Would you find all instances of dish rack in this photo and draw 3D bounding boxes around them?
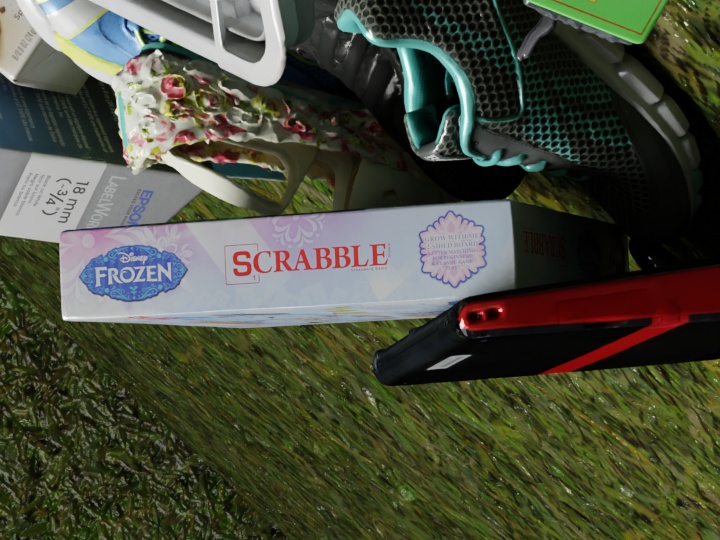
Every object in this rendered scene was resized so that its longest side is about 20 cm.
[{"bbox_3d":[-0.084,-0.182,1.052,0.200,0.044,0.172,28,138,47],"label":"dish rack"}]

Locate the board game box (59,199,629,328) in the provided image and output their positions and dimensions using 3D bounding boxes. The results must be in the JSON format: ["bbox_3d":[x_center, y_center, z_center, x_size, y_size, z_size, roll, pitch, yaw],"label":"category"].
[{"bbox_3d":[0.000,0.000,1.091,0.199,0.041,0.200,-3,177,18],"label":"board game box"}]

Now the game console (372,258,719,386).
[{"bbox_3d":[0.105,0.019,1.024,0.200,0.177,0.031,136,129,-77],"label":"game console"}]

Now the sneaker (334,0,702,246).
[{"bbox_3d":[0.059,-0.069,0.986,0.200,0.091,0.078,49,167,-29],"label":"sneaker"}]

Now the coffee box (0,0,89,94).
[{"bbox_3d":[-0.204,-0.195,1.276,0.200,0.113,0.080,37,-169,16],"label":"coffee box"}]

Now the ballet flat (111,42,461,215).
[{"bbox_3d":[-0.022,-0.052,1.159,0.200,0.064,0.076,13,164,-11],"label":"ballet flat"}]

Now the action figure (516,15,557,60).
[{"bbox_3d":[0.001,-0.158,0.845,0.200,0.102,0.119,39,170,-3],"label":"action figure"}]

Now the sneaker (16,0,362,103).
[{"bbox_3d":[-0.063,-0.121,1.188,0.200,0.076,0.105,22,158,-34],"label":"sneaker"}]

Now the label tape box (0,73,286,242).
[{"bbox_3d":[-0.159,-0.080,1.331,0.200,0.063,0.144,7,-142,-31],"label":"label tape box"}]

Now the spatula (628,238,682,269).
[{"bbox_3d":[0.189,0.053,1.170,0.200,0.021,0.057,49,154,-20],"label":"spatula"}]

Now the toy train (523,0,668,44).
[{"bbox_3d":[0.015,-0.125,0.775,0.200,0.056,0.042,19,-150,-16],"label":"toy train"}]

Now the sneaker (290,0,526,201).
[{"bbox_3d":[-0.005,-0.116,1.112,0.200,0.060,0.104,53,163,-22],"label":"sneaker"}]
